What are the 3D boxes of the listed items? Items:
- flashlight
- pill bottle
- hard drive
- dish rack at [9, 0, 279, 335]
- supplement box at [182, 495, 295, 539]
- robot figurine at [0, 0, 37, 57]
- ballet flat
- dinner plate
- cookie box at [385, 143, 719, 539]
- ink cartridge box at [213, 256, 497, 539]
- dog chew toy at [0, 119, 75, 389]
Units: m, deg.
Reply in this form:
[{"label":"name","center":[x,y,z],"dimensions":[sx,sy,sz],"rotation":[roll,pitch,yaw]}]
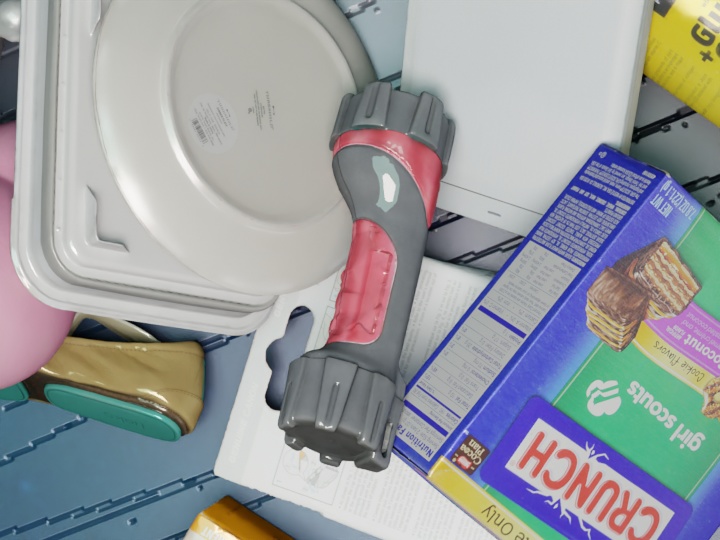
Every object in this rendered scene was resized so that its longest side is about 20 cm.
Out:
[{"label":"flashlight","center":[0.000,0.000,1.162],"dimensions":[0.067,0.068,0.201],"rotation":[4,61,22]},{"label":"pill bottle","center":[0.188,-0.150,1.194],"dimensions":[0.200,0.112,0.112],"rotation":[36,96,5]},{"label":"hard drive","center":[0.086,-0.111,1.189],"dimensions":[0.131,0.027,0.201],"rotation":[19,128,19]},{"label":"dish rack","center":[-0.104,-0.073,1.201],"dimensions":[0.043,0.171,0.201],"rotation":[-18,68,50]},{"label":"supplement box","center":[-0.083,0.249,1.267],"dimensions":[0.126,0.074,0.201],"rotation":[31,96,6]},{"label":"robot figurine","center":[-0.253,-0.132,1.222],"dimensions":[0.169,0.200,0.113],"rotation":[-10,119,1]},{"label":"ballet flat","center":[-0.184,0.049,1.288],"dimensions":[0.199,0.069,0.063],"rotation":[13,66,4]},{"label":"dinner plate","center":[-0.057,-0.087,1.201],"dimensions":[0.024,0.200,0.201],"rotation":[-18,90,50]},{"label":"cookie box","center":[0.135,0.066,1.176],"dimensions":[0.171,0.075,0.200],"rotation":[40,87,-27]},{"label":"ink cartridge box","center":[0.036,0.073,1.262],"dimensions":[0.199,0.057,0.163],"rotation":[19,95,15]},{"label":"dog chew toy","center":[-0.186,-0.025,1.229],"dimensions":[0.124,0.125,0.200],"rotation":[39,57,4]}]
